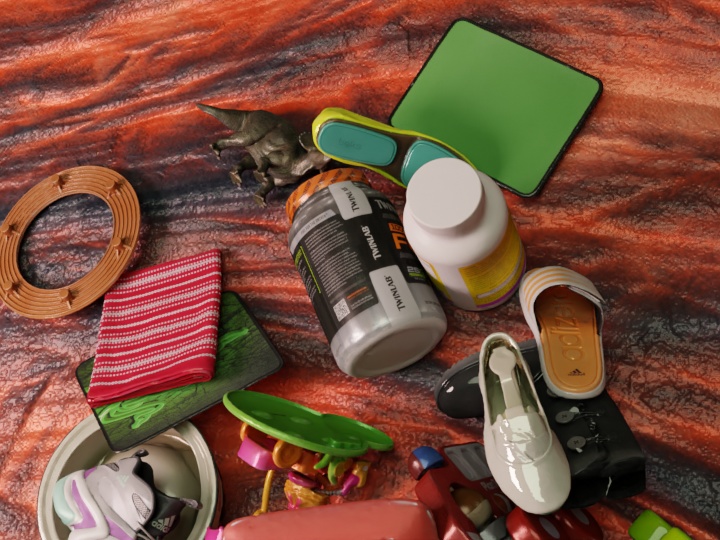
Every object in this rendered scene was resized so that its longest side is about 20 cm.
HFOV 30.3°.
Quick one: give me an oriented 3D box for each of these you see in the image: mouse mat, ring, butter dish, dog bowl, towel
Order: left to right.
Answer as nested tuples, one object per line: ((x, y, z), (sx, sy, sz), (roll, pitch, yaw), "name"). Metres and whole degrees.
((-0.345, -0.038, 1.539), (0.200, 0.019, 0.201), (-11, 58, 18), "ring")
((-0.231, 0.242, 1.387), (0.199, 0.074, 0.201), (-6, 67, 13), "dog bowl")
((-0.221, 0.059, 1.439), (0.144, 0.023, 0.200), (-14, 41, 9), "towel")
((-0.194, 0.102, 1.410), (0.200, 0.008, 0.161), (-28, 40, -11), "mouse mat")
((-0.009, 0.303, 1.214), (0.199, 0.148, 0.201), (-9, 90, 11), "butter dish")
((0.147, -0.183, 1.475), (0.200, 0.008, 0.161), (29, 79, 24), "mouse mat")

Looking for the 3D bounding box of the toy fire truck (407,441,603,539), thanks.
((0.117, 0.231, 1.232), (0.168, 0.200, 0.112), (47, 108, 22), "toy fire truck")

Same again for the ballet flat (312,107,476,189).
((0.042, -0.129, 1.437), (0.199, 0.067, 0.067), (20, 113, -12), "ballet flat")

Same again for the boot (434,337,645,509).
((0.167, 0.153, 1.269), (0.164, 0.066, 0.200), (-24, 39, 5), "boot")

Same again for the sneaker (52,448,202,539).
((-0.212, 0.266, 1.288), (0.140, 0.078, 0.201), (-25, 65, 6), "sneaker")

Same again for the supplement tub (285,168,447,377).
((0.000, 0.000, 1.389), (0.122, 0.123, 0.200), (-26, 66, 4), "supplement tub")

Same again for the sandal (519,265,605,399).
((0.206, 0.043, 1.301), (0.079, 0.059, 0.207), (-1, 33, -3), "sandal")

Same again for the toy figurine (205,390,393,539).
((-0.075, 0.234, 1.318), (0.150, 0.200, 0.185), (26, 98, 44), "toy figurine")

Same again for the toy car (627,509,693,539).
((0.288, 0.348, 1.192), (0.200, 0.158, 0.164), (43, 88, -4), "toy car")

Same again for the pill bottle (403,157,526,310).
((0.103, -0.038, 1.332), (0.104, 0.200, 0.105), (-5, 68, 13), "pill bottle")

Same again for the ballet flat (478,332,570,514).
((0.139, 0.131, 1.201), (0.069, 0.070, 0.200), (-20, 37, 7), "ballet flat")

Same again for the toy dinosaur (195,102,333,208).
((-0.104, -0.139, 1.510), (0.200, 0.077, 0.102), (32, 60, 31), "toy dinosaur")
